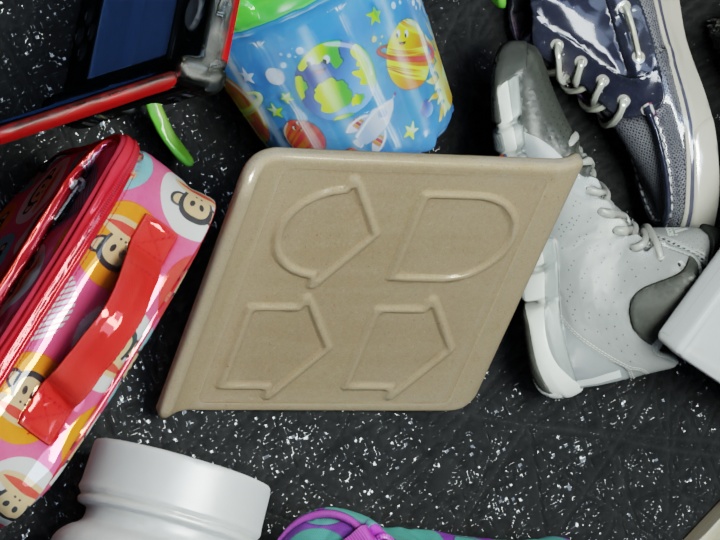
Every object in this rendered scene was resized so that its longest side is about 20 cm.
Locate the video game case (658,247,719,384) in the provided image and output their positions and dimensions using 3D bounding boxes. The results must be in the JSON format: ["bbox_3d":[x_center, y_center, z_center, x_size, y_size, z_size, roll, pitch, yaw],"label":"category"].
[{"bbox_3d":[0.273,-0.008,1.632,0.200,0.024,0.182,-54,138,4],"label":"video game case"}]

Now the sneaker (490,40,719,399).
[{"bbox_3d":[0.138,-0.034,1.613,0.115,0.075,0.201,-8,101,7],"label":"sneaker"}]

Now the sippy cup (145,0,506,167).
[{"bbox_3d":[-0.017,-0.116,1.543,0.131,0.177,0.140,63,35,-21],"label":"sippy cup"}]

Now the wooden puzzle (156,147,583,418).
[{"bbox_3d":[0.000,0.000,1.539,0.199,0.185,0.046,-2,46,-27],"label":"wooden puzzle"}]

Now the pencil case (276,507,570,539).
[{"bbox_3d":[0.045,0.175,1.543,0.200,0.092,0.085,11,51,-46],"label":"pencil case"}]

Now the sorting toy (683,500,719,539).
[{"bbox_3d":[0.250,0.237,1.674,0.200,0.070,0.199,-43,105,-20],"label":"sorting toy"}]

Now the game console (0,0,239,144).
[{"bbox_3d":[-0.148,-0.123,1.438,0.118,0.200,0.173,14,82,-24],"label":"game console"}]

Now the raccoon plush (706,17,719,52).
[{"bbox_3d":[0.249,-0.060,1.681,0.134,0.097,0.201,16,81,-15],"label":"raccoon plush"}]

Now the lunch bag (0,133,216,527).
[{"bbox_3d":[-0.154,0.031,1.441,0.082,0.176,0.200,37,73,-19],"label":"lunch bag"}]

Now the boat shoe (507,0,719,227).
[{"bbox_3d":[0.136,-0.109,1.644,0.092,0.075,0.201,-10,83,-19],"label":"boat shoe"}]

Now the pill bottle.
[{"bbox_3d":[-0.116,0.194,1.485,0.114,0.114,0.201,19,79,-22],"label":"pill bottle"}]
